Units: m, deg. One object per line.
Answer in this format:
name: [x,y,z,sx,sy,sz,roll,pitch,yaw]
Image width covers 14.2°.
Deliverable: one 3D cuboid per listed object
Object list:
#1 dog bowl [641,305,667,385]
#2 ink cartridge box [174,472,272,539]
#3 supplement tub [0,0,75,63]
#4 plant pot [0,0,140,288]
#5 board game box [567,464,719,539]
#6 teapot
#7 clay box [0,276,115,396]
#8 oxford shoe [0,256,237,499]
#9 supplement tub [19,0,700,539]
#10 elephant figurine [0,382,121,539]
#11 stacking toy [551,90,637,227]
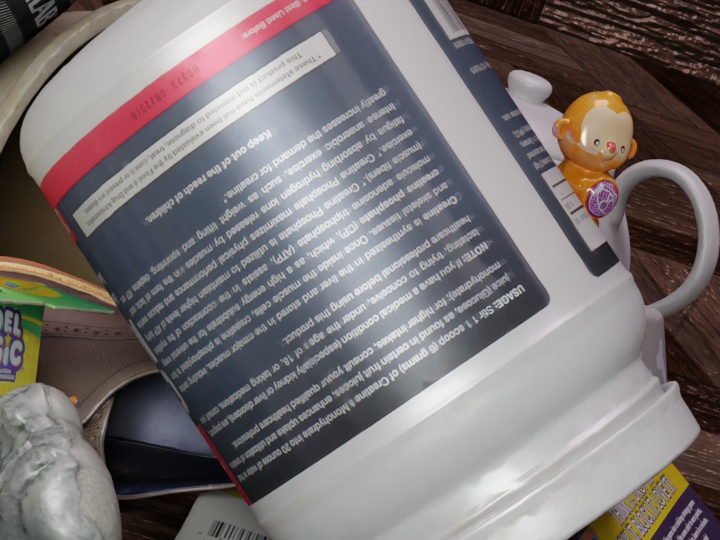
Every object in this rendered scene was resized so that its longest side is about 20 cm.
dog bowl: [0.026,0.030,1.113,0.199,0.059,0.200,8,1,0]
ink cartridge box: [-0.011,0.121,1.008,0.116,0.067,0.200,21,13,1]
supplement tub: [-0.180,-0.107,1.010,0.123,0.200,0.123,48,-8,9]
plant pot: [-0.167,-0.025,1.143,0.183,0.201,0.200,15,8,29]
board game box: [0.109,0.151,0.948,0.165,0.057,0.200,51,16,4]
teapot: [0.077,-0.041,1.642,0.199,0.146,0.197,18,13,-19]
clay box: [-0.188,0.014,0.891,0.199,0.048,0.115,9,1,22]
oxford shoe: [-0.105,0.039,0.984,0.199,0.072,0.073,2,16,2]
supplement tub: [0.000,0.000,0.899,0.200,0.140,0.140,57,17,2]
elephant figurine: [-0.161,0.104,0.736,0.199,0.156,0.142,-10,-15,-15]
stacking toy: [0.078,0.015,1.286,0.116,0.201,0.110,15,14,-29]
